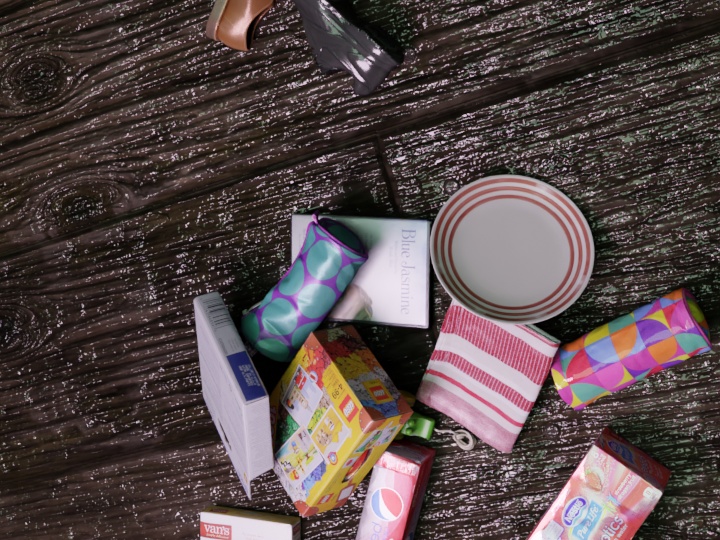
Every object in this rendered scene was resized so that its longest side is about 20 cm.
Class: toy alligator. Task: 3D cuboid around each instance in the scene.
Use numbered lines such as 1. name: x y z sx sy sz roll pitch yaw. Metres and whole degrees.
1. toy alligator: 0.053 0.194 1.590 0.199 0.054 0.060 21 105 17

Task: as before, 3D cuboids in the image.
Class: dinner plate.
1. dinner plate: 0.183 -0.024 1.479 0.199 0.024 0.201 1 65 -1

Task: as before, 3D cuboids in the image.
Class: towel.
1. towel: 0.155 0.126 1.516 0.144 0.023 0.201 30 132 15

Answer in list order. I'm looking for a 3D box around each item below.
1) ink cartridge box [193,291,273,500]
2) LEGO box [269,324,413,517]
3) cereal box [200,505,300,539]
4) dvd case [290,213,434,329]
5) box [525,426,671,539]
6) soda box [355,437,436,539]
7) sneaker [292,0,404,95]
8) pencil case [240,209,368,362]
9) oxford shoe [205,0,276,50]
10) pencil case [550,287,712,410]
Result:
1. ink cartridge box: -0.165 0.164 1.595 0.201 0.043 0.197 91 156 -45
2. LEGO box: -0.042 0.193 1.566 0.149 0.077 0.200 53 129 27
3. cereal box: -0.155 0.438 1.710 0.143 0.040 0.201 3 98 20
4. dvd case: 0.000 0.000 1.603 0.199 0.018 0.144 3 98 20
5. box: 0.282 0.307 1.498 0.102 0.095 0.201 34 107 13
6. soda box: 0.040 0.325 1.605 0.063 0.070 0.201 18 104 18
7. sneaker: -0.040 -0.303 1.551 0.200 0.076 0.091 46 119 13
8. pencil case: -0.076 0.026 1.581 0.092 0.085 0.200 37 109 -2
9. oxford shoe: -0.132 -0.380 1.578 0.071 0.071 0.201 29 117 9
10. pencil case: 0.322 0.096 1.463 0.199 0.088 0.089 -28 87 24
